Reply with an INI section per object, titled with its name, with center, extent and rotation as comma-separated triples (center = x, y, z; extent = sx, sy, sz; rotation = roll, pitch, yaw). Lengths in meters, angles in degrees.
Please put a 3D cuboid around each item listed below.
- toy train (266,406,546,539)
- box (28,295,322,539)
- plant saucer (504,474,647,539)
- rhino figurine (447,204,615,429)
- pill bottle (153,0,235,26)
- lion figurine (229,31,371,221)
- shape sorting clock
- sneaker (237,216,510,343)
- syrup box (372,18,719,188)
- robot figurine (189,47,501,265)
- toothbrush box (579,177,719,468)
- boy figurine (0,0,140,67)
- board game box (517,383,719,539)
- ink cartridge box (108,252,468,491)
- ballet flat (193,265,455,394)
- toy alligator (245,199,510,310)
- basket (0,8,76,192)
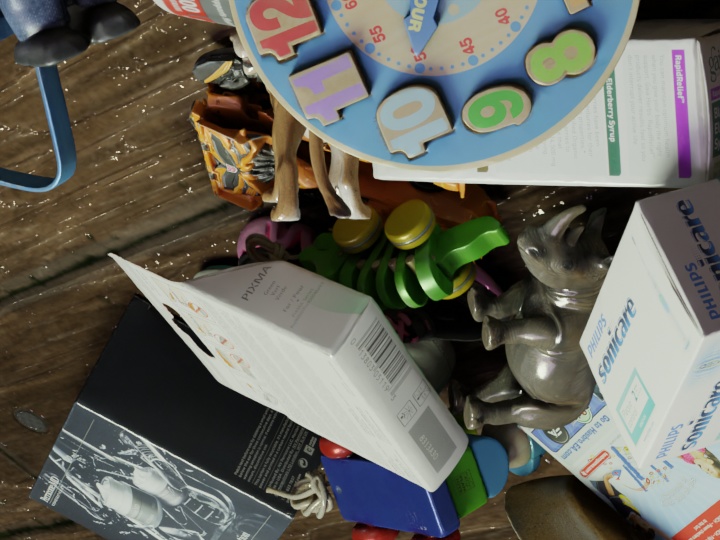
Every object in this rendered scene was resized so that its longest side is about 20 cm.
[toy train]
center = 0.029, 0.129, 1.539
extent = 0.200, 0.115, 0.085
rotation = 0, 113, 57
[box]
center = -0.136, 0.141, 1.713
extent = 0.182, 0.104, 0.200
rotation = 29, 148, -3
[plant saucer]
center = 0.187, 0.196, 1.500
extent = 0.200, 0.200, 0.035
rotation = 33, 105, -11
[rhino figurine]
center = 0.110, 0.027, 1.323
extent = 0.087, 0.060, 0.200
rotation = -4, 140, -13
[pill bottle]
center = -0.004, -0.171, 1.147
extent = 0.199, 0.116, 0.116
rotation = 13, 146, 18
[lion figurine]
center = -0.023, -0.093, 1.216
extent = 0.072, 0.123, 0.200
rotation = 2, -173, -13
[shape sorting clock]
center = 0.034, -0.145, 1.060
extent = 0.199, 0.039, 0.201
rotation = 2, 104, 10
[sneaker]
center = -0.002, 0.029, 1.463
extent = 0.199, 0.096, 0.079
rotation = 8, 143, 24
[syrup box]
center = 0.108, -0.090, 1.197
extent = 0.199, 0.079, 0.082
rotation = 4, 106, 32
[robot figurine]
center = -0.016, -0.069, 1.361
extent = 0.199, 0.058, 0.145
rotation = 13, 146, 18
[toothbrush box]
center = 0.230, 0.010, 1.173
extent = 0.199, 0.086, 0.147
rotation = -14, 152, -17
[boy figurine]
center = -0.180, -0.217, 1.220
extent = 0.064, 0.124, 0.201
rotation = 20, 130, 62
[board game box]
center = 0.221, 0.105, 1.402
extent = 0.196, 0.056, 0.200
rotation = 41, 147, 3
[ink cartridge box]
center = -0.043, 0.047, 1.393
extent = 0.200, 0.050, 0.161
rotation = 26, 160, 39
[ballet flat]
center = -0.034, 0.048, 1.542
extent = 0.199, 0.064, 0.067
rotation = 15, 150, 17
[toy alligator]
center = 0.000, 0.000, 1.344
extent = 0.199, 0.054, 0.059
rotation = -5, 138, 38
[basket]
center = -0.251, -0.147, 1.317
extent = 0.176, 0.139, 0.201
rotation = 9, 114, 26
